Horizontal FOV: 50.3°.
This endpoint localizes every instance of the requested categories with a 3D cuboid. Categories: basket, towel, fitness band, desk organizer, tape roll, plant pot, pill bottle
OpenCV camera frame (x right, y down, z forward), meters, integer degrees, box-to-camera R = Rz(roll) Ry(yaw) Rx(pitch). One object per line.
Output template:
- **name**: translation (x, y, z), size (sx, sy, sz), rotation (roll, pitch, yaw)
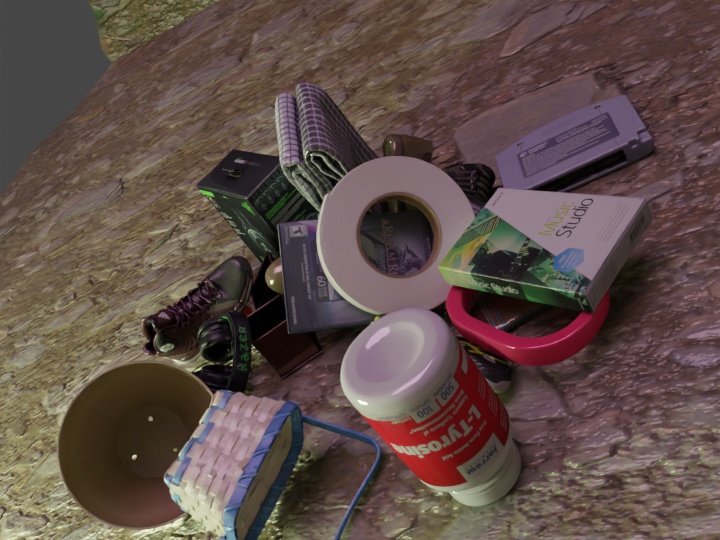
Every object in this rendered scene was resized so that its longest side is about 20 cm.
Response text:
- **basket**: translation (-0.096, 0.230, 0.853), size (0.200, 0.139, 0.176), rotation (19, 56, 20)
- **towel**: translation (0.204, 0.000, 0.948), size (0.200, 0.022, 0.147), rotation (-32, 33, 8)
- **fitness band**: translation (0.186, 0.036, 0.864), size (0.144, 0.037, 0.200), rotation (-44, 34, -16)
- **towel**: translation (-0.037, -0.151, 1.089), size (0.086, 0.200, 0.166), rotation (-28, 46, 15)
- **desk organizer**: translation (-0.125, 0.059, 1.124), size (0.072, 0.077, 0.200), rotation (-34, 33, 4)
- **tape roll**: translation (0.045, -0.042, 0.954), size (0.203, 0.203, 0.037), rotation (-43, 2, -10)
- **plant pot**: translation (-0.273, 0.223, 0.989), size (0.200, 0.200, 0.134), rotation (-47, -1, -16)
- **pill bottle**: translation (0.076, 0.138, 0.733), size (0.112, 0.200, 0.112), rotation (-24, 35, 19)

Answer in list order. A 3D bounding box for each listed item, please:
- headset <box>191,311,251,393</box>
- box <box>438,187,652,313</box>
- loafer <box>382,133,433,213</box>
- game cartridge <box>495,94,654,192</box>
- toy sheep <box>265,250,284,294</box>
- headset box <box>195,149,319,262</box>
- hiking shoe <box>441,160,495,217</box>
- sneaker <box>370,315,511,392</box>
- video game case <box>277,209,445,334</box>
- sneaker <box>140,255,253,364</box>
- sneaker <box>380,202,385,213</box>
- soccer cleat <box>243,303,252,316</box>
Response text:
- **headset**: translation (-0.210, 0.129, 1.079), size (0.200, 0.094, 0.124), rotation (144, 127, -58)
- **box**: translation (0.204, -0.030, 0.866), size (0.200, 0.036, 0.144), rotation (10, 53, 48)
- **loafer**: translation (0.070, -0.096, 1.052), size (0.067, 0.200, 0.076), rotation (-8, 43, -4)
- **game cartridge**: translation (0.289, -0.166, 1.061), size (0.200, 0.042, 0.133), rotation (-24, 31, 18)
- **toy sheep**: translation (-0.031, 0.008, 1.055), size (0.200, 0.138, 0.138), rotation (3, 38, -5)
- **headset box**: translation (-0.143, -0.094, 1.217), size (0.093, 0.200, 0.174), rotation (-48, 36, -17)
- **hiking shoe**: translation (0.153, -0.112, 1.081), size (0.101, 0.076, 0.200), rotation (-42, 33, -2)
- **sneaker**: translation (0.088, 0.111, 0.892), size (0.200, 0.075, 0.077), rotation (17, 94, 45)
- **video game case**: translation (0.000, 0.000, 0.982), size (0.200, 0.019, 0.143), rotation (-6, 79, -4)
- **sneaker**: translation (-0.244, 0.059, 1.106), size (0.076, 0.115, 0.200), rotation (45, 108, 28)
- **sneaker**: translation (0.028, -0.138, 1.218), size (0.080, 0.070, 0.200), rotation (21, 62, 36)
- **soccer cleat**: translation (-0.256, 0.074, 1.236), size (0.200, 0.069, 0.085), rotation (-23, 40, 27)
